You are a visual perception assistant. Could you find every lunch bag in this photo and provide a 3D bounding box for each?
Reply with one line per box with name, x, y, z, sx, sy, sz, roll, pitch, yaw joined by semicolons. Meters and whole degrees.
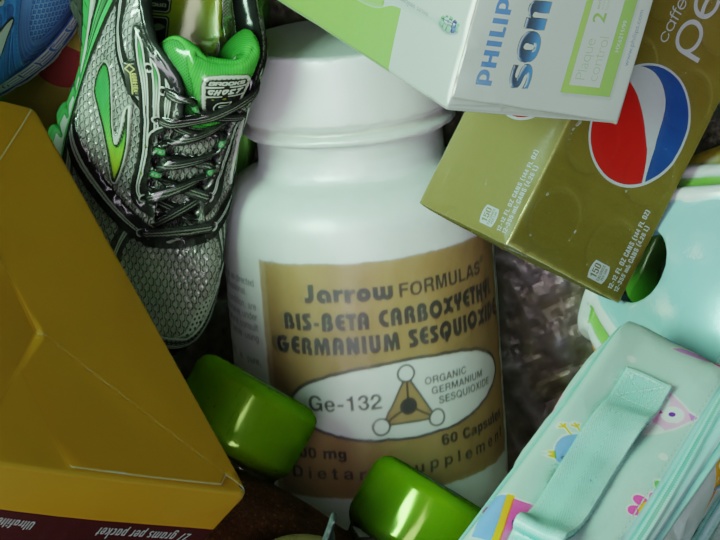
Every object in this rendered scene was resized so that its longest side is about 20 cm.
lunch bag;0.078;0.123;1.071;0.077;0.200;0.161;25;136;13

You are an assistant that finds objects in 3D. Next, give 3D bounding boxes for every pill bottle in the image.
pill bottle;0.000;0.000;1.214;0.114;0.114;0.201;-1;106;12

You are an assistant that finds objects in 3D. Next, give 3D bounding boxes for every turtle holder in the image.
turtle holder;0.168;0.001;1.169;0.131;0.141;0.186;25;118;20

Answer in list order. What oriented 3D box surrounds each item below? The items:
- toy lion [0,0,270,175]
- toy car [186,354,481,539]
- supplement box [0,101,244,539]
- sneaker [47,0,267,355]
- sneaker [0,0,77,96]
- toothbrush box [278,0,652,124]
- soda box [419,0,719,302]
toy lion;-0.110;-0.104;1.239;0.191;0.069;0.200;-29;99;10
toy car;-0.043;0.134;1.073;0.157;0.200;0.165;29;88;1
supplement box;-0.185;0.066;1.060;0.200;0.133;0.198;-48;55;24
sneaker;-0.079;-0.061;1.146;0.078;0.085;0.201;-8;107;-30
sneaker;-0.162;-0.098;1.146;0.078;0.089;0.200;37;67;-5
toothbrush box;0.031;-0.159;1.114;0.086;0.200;0.146;3;110;-33
soda box;0.106;-0.095;1.147;0.068;0.064;0.201;26;90;-37
